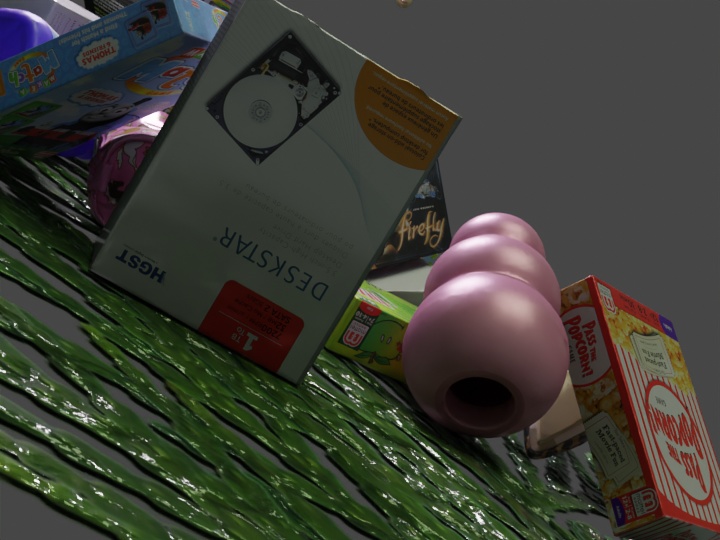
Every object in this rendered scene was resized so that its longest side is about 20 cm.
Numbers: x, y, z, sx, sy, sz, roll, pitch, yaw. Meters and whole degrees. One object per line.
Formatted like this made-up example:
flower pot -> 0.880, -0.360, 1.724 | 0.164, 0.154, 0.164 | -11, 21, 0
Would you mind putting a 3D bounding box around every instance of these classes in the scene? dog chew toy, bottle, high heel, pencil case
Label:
dog chew toy -> 0.099, 0.031, 1.057 | 0.124, 0.125, 0.200 | 30, 39, -15
bottle -> -0.252, -0.139, 1.118 | 0.065, 0.084, 0.200 | 12, -12, 14
high heel -> 0.177, 0.142, 1.208 | 0.071, 0.143, 0.200 | 29, 40, 16
pencil case -> -0.167, -0.077, 1.072 | 0.200, 0.086, 0.083 | -126, -161, -74

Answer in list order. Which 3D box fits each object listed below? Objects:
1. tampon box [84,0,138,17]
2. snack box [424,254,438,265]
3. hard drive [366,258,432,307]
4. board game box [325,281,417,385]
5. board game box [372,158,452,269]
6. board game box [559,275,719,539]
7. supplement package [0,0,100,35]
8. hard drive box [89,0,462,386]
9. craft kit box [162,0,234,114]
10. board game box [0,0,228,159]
tampon box -> -0.183, -0.226, 1.431 | 0.126, 0.150, 0.201 | 35, -36, 32
snack box -> -0.023, -0.052, 1.636 | 0.168, 0.068, 0.200 | 34, 5, 27
hard drive -> 0.000, 0.000, 1.290 | 0.131, 0.027, 0.200 | 1, 17, -18
board game box -> 0.034, 0.057, 1.140 | 0.200, 0.048, 0.102 | 27, 8, -37
board game box -> 0.003, -0.069, 1.231 | 0.034, 0.136, 0.200 | -7, 5, 40
board game box -> 0.227, 0.119, 1.099 | 0.151, 0.046, 0.201 | 24, 46, -50
supplement package -> -0.283, -0.190, 1.244 | 0.109, 0.114, 0.200 | 32, 6, 20
hard drive box -> -0.055, -0.055, 0.877 | 0.155, 0.201, 0.077 | 29, 7, -14
craft kit box -> -0.119, -0.143, 1.278 | 0.048, 0.198, 0.200 | 34, 6, 24
board game box -> -0.180, -0.130, 0.950 | 0.037, 0.199, 0.151 | 71, 17, 5
